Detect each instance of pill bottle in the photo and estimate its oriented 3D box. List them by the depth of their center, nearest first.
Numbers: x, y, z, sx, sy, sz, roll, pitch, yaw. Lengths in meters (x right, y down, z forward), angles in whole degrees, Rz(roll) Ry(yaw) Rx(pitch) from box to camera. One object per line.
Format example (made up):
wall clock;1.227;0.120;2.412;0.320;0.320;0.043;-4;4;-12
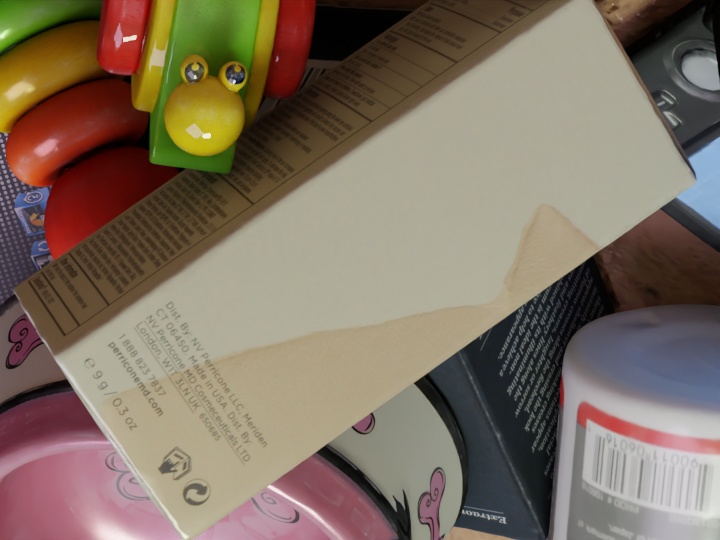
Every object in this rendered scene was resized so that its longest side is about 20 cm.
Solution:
pill bottle;0.129;0.124;0.969;0.114;0.114;0.200;12;112;24

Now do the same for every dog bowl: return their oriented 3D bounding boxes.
dog bowl;-0.063;0.089;0.945;0.200;0.074;0.200;9;138;9

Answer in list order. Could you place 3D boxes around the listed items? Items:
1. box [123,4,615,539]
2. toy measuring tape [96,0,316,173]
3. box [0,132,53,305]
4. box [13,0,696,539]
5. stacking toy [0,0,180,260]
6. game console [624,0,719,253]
box;0.000;0.000;0.978;0.148;0.107;0.200;7;142;29
toy measuring tape;-0.052;-0.101;0.828;0.074;0.200;0.074;-2;123;-3
box;-0.175;-0.015;1.017;0.160;0.044;0.200;-12;104;17
box;-0.004;-0.011;0.798;0.078;0.200;0.095;57;175;-19
stacking toy;-0.116;-0.082;0.878;0.200;0.085;0.085;63;148;10
game console;0.170;0.004;0.846;0.200;0.116;0.176;36;148;-13
